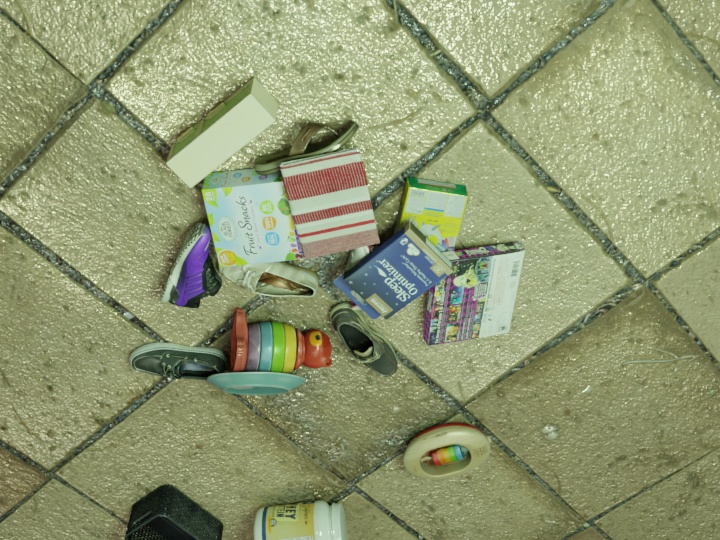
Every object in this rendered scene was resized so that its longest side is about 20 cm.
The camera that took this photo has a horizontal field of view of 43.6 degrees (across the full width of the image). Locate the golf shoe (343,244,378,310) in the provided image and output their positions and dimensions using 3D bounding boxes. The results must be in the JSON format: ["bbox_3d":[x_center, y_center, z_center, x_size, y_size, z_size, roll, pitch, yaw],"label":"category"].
[{"bbox_3d":[0.000,0.000,1.704,0.090,0.076,0.202,-11,122,10],"label":"golf shoe"}]

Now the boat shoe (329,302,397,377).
[{"bbox_3d":[0.005,0.153,1.802,0.074,0.074,0.200,-33,118,19],"label":"boat shoe"}]

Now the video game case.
[{"bbox_3d":[0.216,0.046,1.730,0.179,0.036,0.202,-9,127,-17],"label":"video game case"}]

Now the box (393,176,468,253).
[{"bbox_3d":[0.122,-0.069,1.677,0.116,0.049,0.202,8,121,-8],"label":"box"}]

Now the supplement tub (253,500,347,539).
[{"bbox_3d":[-0.134,0.604,2.053,0.197,0.145,0.146,-8,123,3],"label":"supplement tub"}]

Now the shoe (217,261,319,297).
[{"bbox_3d":[-0.174,0.011,1.717,0.197,0.054,0.071,12,122,-9],"label":"shoe"}]

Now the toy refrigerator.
[{"bbox_3d":[-0.239,-0.237,1.540,0.199,0.076,0.070,-35,118,20],"label":"toy refrigerator"}]

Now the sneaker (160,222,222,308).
[{"bbox_3d":[-0.301,-0.003,1.697,0.099,0.070,0.201,23,129,-14],"label":"sneaker"}]

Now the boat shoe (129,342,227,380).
[{"bbox_3d":[-0.372,0.190,1.827,0.197,0.057,0.069,1,124,-2],"label":"boat shoe"}]

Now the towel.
[{"bbox_3d":[-0.052,-0.116,1.573,0.142,0.023,0.202,-12,128,2],"label":"towel"}]

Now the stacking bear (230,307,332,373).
[{"bbox_3d":[-0.153,0.153,1.782,0.197,0.122,0.114,4,138,-14],"label":"stacking bear"}]

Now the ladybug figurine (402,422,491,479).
[{"bbox_3d":[0.188,0.387,1.961,0.198,0.072,0.137,-14,122,8],"label":"ladybug figurine"}]

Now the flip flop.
[{"bbox_3d":[-0.098,-0.220,1.562,0.198,0.081,0.058,-15,108,15],"label":"flip flop"}]

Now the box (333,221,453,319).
[{"bbox_3d":[0.057,0.012,1.645,0.199,0.033,0.121,-37,114,27],"label":"box"}]

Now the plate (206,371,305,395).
[{"bbox_3d":[-0.208,0.229,1.803,0.197,0.026,0.200,0,166,0],"label":"plate"}]

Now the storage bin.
[{"bbox_3d":[-0.427,0.605,2.078,0.135,0.094,0.200,-34,117,20],"label":"storage bin"}]

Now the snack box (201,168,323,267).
[{"bbox_3d":[-0.174,-0.099,1.637,0.197,0.068,0.170,-6,124,4],"label":"snack box"}]
